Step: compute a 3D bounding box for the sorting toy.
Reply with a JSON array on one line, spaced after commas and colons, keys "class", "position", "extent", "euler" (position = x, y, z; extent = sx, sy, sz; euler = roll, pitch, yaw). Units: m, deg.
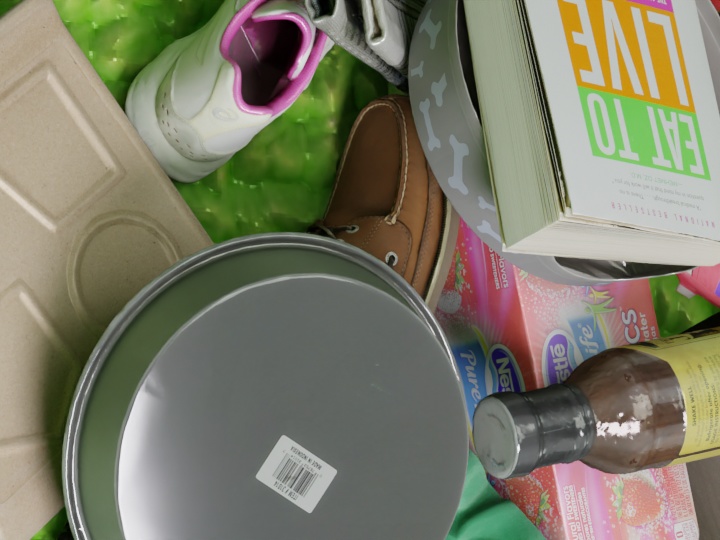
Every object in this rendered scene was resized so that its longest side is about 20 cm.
[{"class": "sorting toy", "position": [-0.159, 0.000, 1.089], "extent": [0.185, 0.036, 0.201], "euler": [-44, 112, -34]}]

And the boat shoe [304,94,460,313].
[{"class": "boat shoe", "position": [0.000, 0.000, 1.185], "extent": [0.068, 0.072, 0.201], "euler": [17, 70, -35]}]

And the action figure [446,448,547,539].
[{"class": "action figure", "position": [-0.004, 0.173, 1.139], "extent": [0.199, 0.118, 0.055], "euler": [-30, 139, -19]}]

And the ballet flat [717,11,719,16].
[{"class": "ballet flat", "position": [0.247, -0.059, 1.362], "extent": [0.067, 0.067, 0.201], "euler": [-26, 98, -59]}]

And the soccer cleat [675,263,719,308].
[{"class": "soccer cleat", "position": [0.181, -0.049, 1.274], "extent": [0.066, 0.077, 0.200], "euler": [26, 23, -30]}]

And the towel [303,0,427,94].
[{"class": "towel", "position": [0.013, -0.192, 1.192], "extent": [0.200, 0.034, 0.194], "euler": [23, 63, -70]}]

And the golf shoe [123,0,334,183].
[{"class": "golf shoe", "position": [-0.035, -0.126, 1.174], "extent": [0.075, 0.091, 0.200], "euler": [44, 56, -20]}]

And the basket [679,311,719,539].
[{"class": "basket", "position": [0.224, 0.128, 1.289], "extent": [0.201, 0.180, 0.136], "euler": [58, 25, -1]}]

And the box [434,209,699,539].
[{"class": "box", "position": [0.095, 0.059, 1.227], "extent": [0.094, 0.102, 0.201], "euler": [-8, 86, -39]}]

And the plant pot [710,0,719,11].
[{"class": "plant pot", "position": [0.179, -0.231, 1.283], "extent": [0.200, 0.182, 0.201], "euler": [23, 51, -32]}]

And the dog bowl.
[{"class": "dog bowl", "position": [0.108, -0.084, 1.173], "extent": [0.199, 0.059, 0.201], "euler": [15, 64, -34]}]

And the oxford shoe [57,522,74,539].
[{"class": "oxford shoe", "position": [-0.048, 0.091, 1.117], "extent": [0.200, 0.073, 0.085], "euler": [-45, 112, -11]}]

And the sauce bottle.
[{"class": "sauce bottle", "position": [0.148, 0.065, 1.159], "extent": [0.199, 0.065, 0.065], "euler": [-8, 85, -31]}]

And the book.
[{"class": "book", "position": [0.113, -0.105, 1.122], "extent": [0.133, 0.048, 0.201], "euler": [6, 66, -40]}]

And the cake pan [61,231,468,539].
[{"class": "cake pan", "position": [-0.035, 0.084, 1.062], "extent": [0.199, 0.037, 0.202], "euler": [-5, 102, -23]}]
